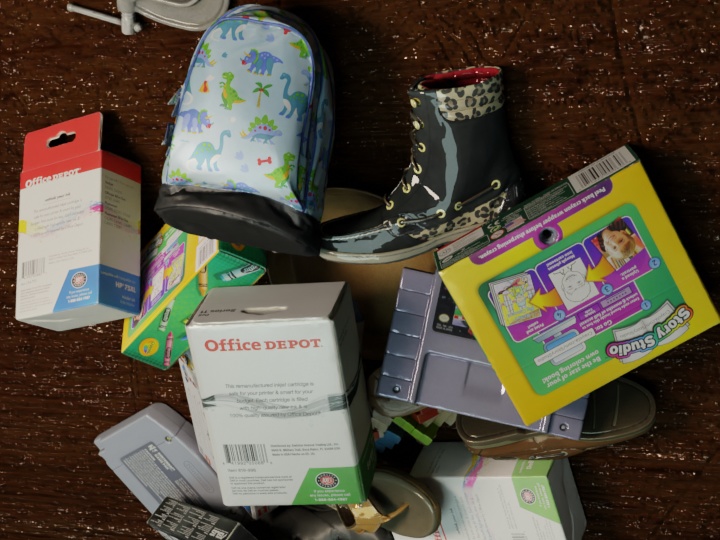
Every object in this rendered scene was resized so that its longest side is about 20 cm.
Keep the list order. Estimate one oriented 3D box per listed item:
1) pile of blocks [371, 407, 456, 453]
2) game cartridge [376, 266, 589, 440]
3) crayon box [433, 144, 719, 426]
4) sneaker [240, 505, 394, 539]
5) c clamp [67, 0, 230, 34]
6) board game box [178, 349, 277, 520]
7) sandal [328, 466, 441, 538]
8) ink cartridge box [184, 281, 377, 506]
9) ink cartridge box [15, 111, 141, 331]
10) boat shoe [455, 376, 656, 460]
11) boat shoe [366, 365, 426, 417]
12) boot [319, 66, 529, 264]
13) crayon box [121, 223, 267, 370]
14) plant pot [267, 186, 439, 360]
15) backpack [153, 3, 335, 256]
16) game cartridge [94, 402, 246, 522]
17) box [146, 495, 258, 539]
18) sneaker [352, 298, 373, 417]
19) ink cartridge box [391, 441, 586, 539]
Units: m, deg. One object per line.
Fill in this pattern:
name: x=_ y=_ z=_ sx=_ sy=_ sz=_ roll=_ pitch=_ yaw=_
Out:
pile of blocks: x=0.027 y=0.169 z=1.444 sx=0.199 sy=0.062 sz=0.082 roll=-24 pitch=109 yaw=35
game cartridge: x=0.124 y=0.076 z=1.295 sx=0.198 sy=0.038 sz=0.131 roll=12 pitch=96 yaw=3
crayon box: x=0.192 y=0.015 z=1.215 sx=0.199 sy=0.058 sz=0.173 roll=-29 pitch=110 yaw=8
sneaker: x=-0.050 y=0.299 z=1.529 sx=0.199 sy=0.091 sz=0.077 roll=6 pitch=123 yaw=37
c clamp: x=-0.195 y=-0.298 z=1.253 sx=0.170 sy=0.027 sz=0.201 roll=21 pitch=129 yaw=11
board game box: x=-0.145 y=0.163 z=1.476 sx=0.126 sy=0.034 sz=0.201 roll=43 pitch=151 yaw=38
sandal: x=-0.008 y=0.240 z=1.432 sx=0.198 sy=0.054 sz=0.081 roll=16 pitch=129 yaw=25
ink cartridge box: x=-0.071 y=0.117 z=1.294 sx=0.145 sy=0.083 sz=0.202 roll=-2 pitch=116 yaw=13
ink cartridge box: x=-0.288 y=-0.049 z=1.400 sx=0.115 sy=0.067 sz=0.202 roll=-11 pitch=72 yaw=30
boat shoe: x=0.197 y=0.149 z=1.356 sx=0.198 sy=0.073 sz=0.068 roll=-5 pitch=148 yaw=20
boat shoe: x=0.104 y=0.094 z=1.350 sx=0.198 sy=0.072 sz=0.073 roll=-19 pitch=90 yaw=7
boot: x=0.047 y=-0.094 z=1.228 sx=0.201 sy=0.074 sz=0.155 roll=-11 pitch=117 yaw=3
crayon box: x=-0.167 y=-0.004 z=1.374 sx=0.058 sy=0.120 sz=0.200 roll=23 pitch=135 yaw=-27
plant pot: x=0.000 y=0.000 z=1.365 sx=0.198 sy=0.028 sz=0.202 roll=12 pitch=127 yaw=17
backpack: x=-0.094 y=-0.134 z=1.223 sx=0.162 sy=0.202 sz=0.154 roll=14 pitch=163 yaw=14
game cartridge: x=-0.212 y=0.250 z=1.628 sx=0.133 sy=0.042 sz=0.200 roll=-30 pitch=106 yaw=32
box: x=-0.127 y=0.341 z=1.543 sx=0.193 sy=0.048 sz=0.199 roll=44 pitch=159 yaw=-25
sneaker: x=-0.016 y=0.114 z=1.370 sx=0.088 sy=0.075 sz=0.201 roll=42 pitch=141 yaw=28
ink cartridge box: x=0.126 y=0.243 z=1.444 sx=0.198 sy=0.067 sz=0.118 roll=-5 pitch=119 yaw=28
